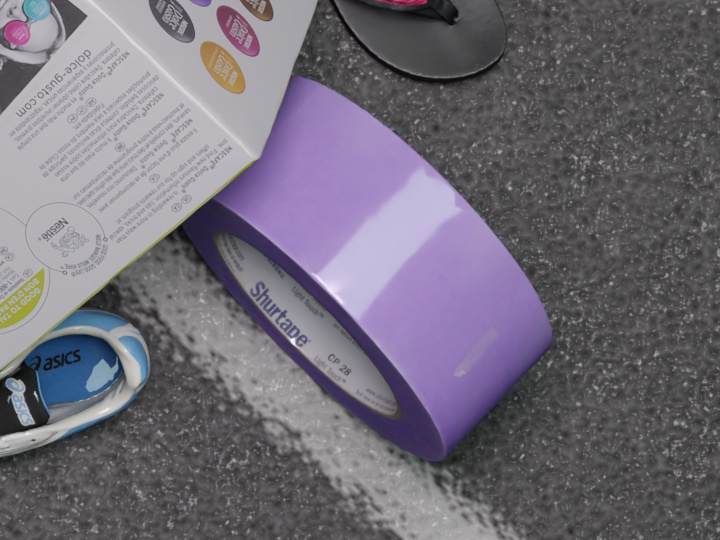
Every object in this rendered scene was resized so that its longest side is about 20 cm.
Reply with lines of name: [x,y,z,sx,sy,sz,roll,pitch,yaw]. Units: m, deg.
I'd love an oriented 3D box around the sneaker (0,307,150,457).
sneaker: [-0.206,0.071,1.554,0.199,0.072,0.072,-22,99,-12]

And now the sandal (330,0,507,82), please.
sandal: [0.002,-0.183,1.642,0.075,0.045,0.200,-43,91,-13]

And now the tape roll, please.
tape roll: [0.000,0.000,1.537,0.085,0.200,0.200,-44,91,-12]

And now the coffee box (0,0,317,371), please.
coffee box: [-0.165,-0.109,1.467,0.200,0.200,0.198,-38,108,27]
